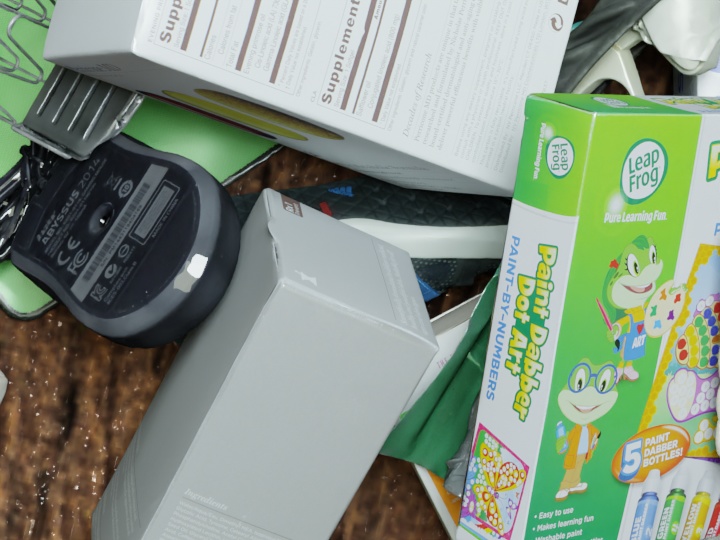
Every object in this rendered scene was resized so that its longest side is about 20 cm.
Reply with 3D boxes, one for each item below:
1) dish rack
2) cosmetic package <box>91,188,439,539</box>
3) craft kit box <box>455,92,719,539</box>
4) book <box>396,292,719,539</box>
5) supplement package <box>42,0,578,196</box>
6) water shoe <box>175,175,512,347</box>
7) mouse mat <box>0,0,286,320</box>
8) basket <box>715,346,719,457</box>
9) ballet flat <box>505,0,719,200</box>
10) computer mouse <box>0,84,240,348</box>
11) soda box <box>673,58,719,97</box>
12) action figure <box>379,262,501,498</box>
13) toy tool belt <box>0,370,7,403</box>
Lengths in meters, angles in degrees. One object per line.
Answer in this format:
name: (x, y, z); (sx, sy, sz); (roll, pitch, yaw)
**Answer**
dish rack: (-0.170, -0.147, 0.879); (0.199, 0.055, 0.154); (27, 88, 27)
cosmetic package: (-0.049, 0.077, 0.843); (0.090, 0.107, 0.201); (26, 111, -18)
craft kit box: (0.140, 0.023, 0.806); (0.199, 0.048, 0.200); (-4, 106, -40)
book: (0.103, 0.103, 0.898); (0.133, 0.048, 0.201); (-27, 99, -2)
supplement package: (-0.020, -0.114, 0.811); (0.199, 0.113, 0.111); (18, 85, -29)
water shoe: (0.000, 0.000, 0.912); (0.198, 0.072, 0.080); (-4, 119, -5)
mouse mat: (-0.137, -0.092, 0.933); (0.199, 0.008, 0.162); (-34, 89, -2)
basket: (0.257, 0.024, 0.793); (0.199, 0.123, 0.137); (-19, 119, -38)
ballet flat: (0.127, -0.105, 0.862); (0.200, 0.068, 0.069); (-45, 75, 28)
computer mouse: (-0.109, -0.023, 0.860); (0.053, 0.200, 0.139); (37, 89, -39)
soda box: (0.189, -0.123, 0.906); (0.063, 0.068, 0.202); (-1, 89, 0)
action figure: (0.098, 0.015, 0.840); (0.117, 0.055, 0.202); (21, 95, -24)
toy tool belt: (-0.272, 0.035, 0.871); (0.199, 0.123, 0.126); (28, 88, 1)
